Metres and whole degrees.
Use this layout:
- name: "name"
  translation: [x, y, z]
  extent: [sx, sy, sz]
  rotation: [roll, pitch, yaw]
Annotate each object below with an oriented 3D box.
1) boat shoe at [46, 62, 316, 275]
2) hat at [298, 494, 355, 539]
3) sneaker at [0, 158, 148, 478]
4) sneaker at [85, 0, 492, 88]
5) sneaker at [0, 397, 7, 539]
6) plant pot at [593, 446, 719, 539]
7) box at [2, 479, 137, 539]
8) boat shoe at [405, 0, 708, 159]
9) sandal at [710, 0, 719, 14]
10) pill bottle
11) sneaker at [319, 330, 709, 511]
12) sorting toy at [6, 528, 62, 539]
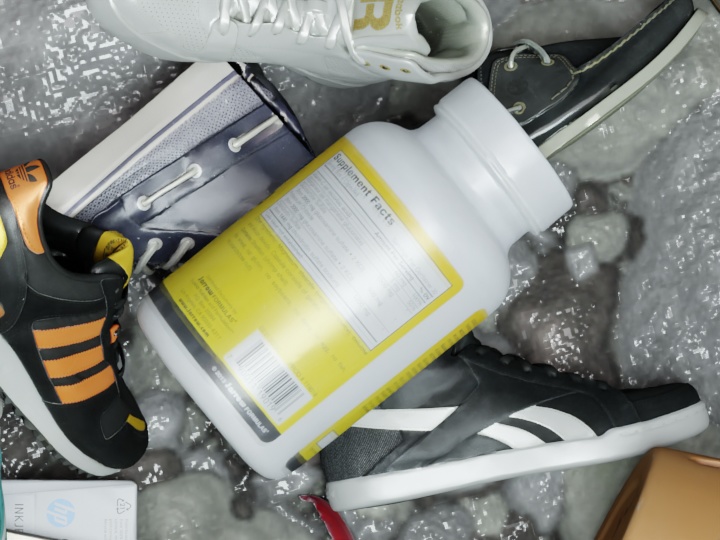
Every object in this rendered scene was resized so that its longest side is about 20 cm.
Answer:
- name: "boat shoe"
  translation: [-0.106, -0.020, 1.364]
  extent: [0.200, 0.075, 0.093]
  rotation: [-42, 87, -6]
- name: "hat"
  translation: [0.061, 0.240, 1.394]
  extent: [0.166, 0.176, 0.200]
  rotation: [-5, 127, -2]
- name: "sneaker"
  translation: [-0.137, 0.025, 1.309]
  extent: [0.090, 0.070, 0.200]
  rotation: [-31, 135, 6]
- name: "sneaker"
  translation: [-0.026, -0.132, 1.311]
  extent: [0.200, 0.116, 0.074]
  rotation: [7, 85, -43]
- name: "sneaker"
  translation: [-0.198, 0.070, 1.273]
  extent: [0.077, 0.080, 0.200]
  rotation: [-7, 54, -19]
- name: "plant pot"
  translation: [0.175, 0.177, 1.325]
  extent: [0.140, 0.200, 0.200]
  rotation: [26, 84, 2]
- name: "box"
  translation: [-0.212, 0.181, 1.359]
  extent: [0.200, 0.041, 0.156]
  rotation: [0, 87, -5]
- name: "boat shoe"
  translation: [0.088, -0.089, 1.390]
  extent: [0.200, 0.072, 0.068]
  rotation: [-34, 91, -4]
- name: "sandal"
  translation: [0.205, -0.202, 1.417]
  extent: [0.082, 0.055, 0.200]
  rotation: [-21, 89, -7]
- name: "pill bottle"
  translation: [0.000, 0.000, 1.308]
  extent: [0.200, 0.112, 0.112]
  rotation: [-38, 91, -1]
- name: "sneaker"
  translation: [0.072, 0.051, 1.379]
  extent: [0.200, 0.073, 0.112]
  rotation: [-11, 87, -6]
- name: "sorting toy"
  translation: [-0.167, 0.229, 1.307]
  extent: [0.200, 0.070, 0.199]
  rotation: [12, 87, -6]
